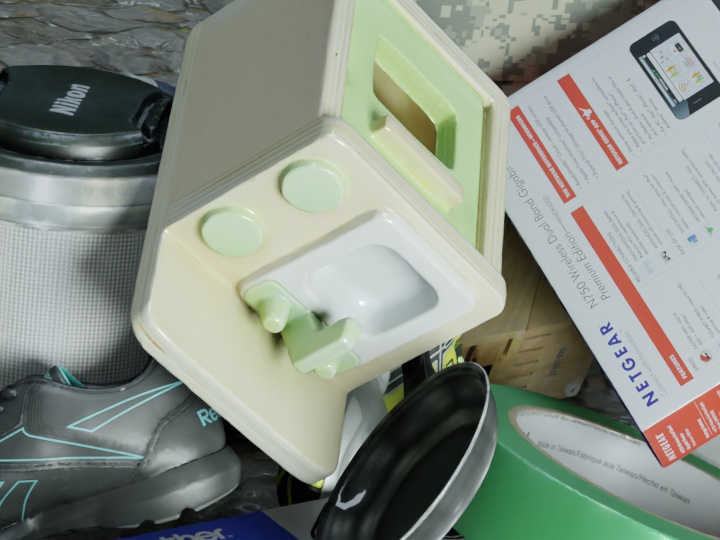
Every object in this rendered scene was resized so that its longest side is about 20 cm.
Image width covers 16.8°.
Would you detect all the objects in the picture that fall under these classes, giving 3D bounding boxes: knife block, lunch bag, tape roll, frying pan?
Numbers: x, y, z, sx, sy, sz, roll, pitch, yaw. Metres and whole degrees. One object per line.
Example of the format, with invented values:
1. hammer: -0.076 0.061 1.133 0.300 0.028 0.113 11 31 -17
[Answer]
1. knife block: 0.053 0.001 1.402 0.199 0.064 0.176 -10 44 -35
2. lunch bag: 0.073 -0.104 1.326 0.198 0.169 0.139 0 19 -1
3. tape roll: 0.127 0.117 1.136 0.199 0.048 0.200 22 11 -4
4. frying pan: 0.017 0.080 1.102 0.031 0.115 0.190 39 8 -16

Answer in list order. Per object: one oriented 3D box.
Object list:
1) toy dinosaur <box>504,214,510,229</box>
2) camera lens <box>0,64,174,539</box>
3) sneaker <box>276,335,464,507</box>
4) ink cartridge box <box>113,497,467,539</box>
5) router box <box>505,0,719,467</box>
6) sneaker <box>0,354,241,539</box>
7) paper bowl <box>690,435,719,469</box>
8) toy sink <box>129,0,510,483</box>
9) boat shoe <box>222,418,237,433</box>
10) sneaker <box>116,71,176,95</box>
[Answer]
1. toy dinosaur: 0.000 0.000 1.290 0.199 0.048 0.088 -16 -14 -6
2. camera lens: -0.149 0.011 1.190 0.159 0.201 0.160 7 22 -3
3. sneaker: 0.021 0.039 1.218 0.076 0.201 0.075 21 -6 -19
4. ink cartridge box: -0.015 0.145 1.107 0.199 0.045 0.094 -8 25 -34
5. router box: 0.169 -0.036 1.181 0.179 0.049 0.201 -31 57 4
6. sneaker: -0.157 0.089 1.104 0.199 0.080 0.075 -16 6 -7
7. paper bowl: 0.212 0.030 1.256 0.200 0.202 0.104 23 29 35
8. toy sink: -0.010 -0.030 1.101 0.112 0.130 0.201 -28 35 31
9. boat shoe: -0.085 0.028 1.355 0.074 0.075 0.203 5 31 -20
10. sneaker: -0.115 -0.056 1.486 0.145 0.077 0.202 8 -17 -27
